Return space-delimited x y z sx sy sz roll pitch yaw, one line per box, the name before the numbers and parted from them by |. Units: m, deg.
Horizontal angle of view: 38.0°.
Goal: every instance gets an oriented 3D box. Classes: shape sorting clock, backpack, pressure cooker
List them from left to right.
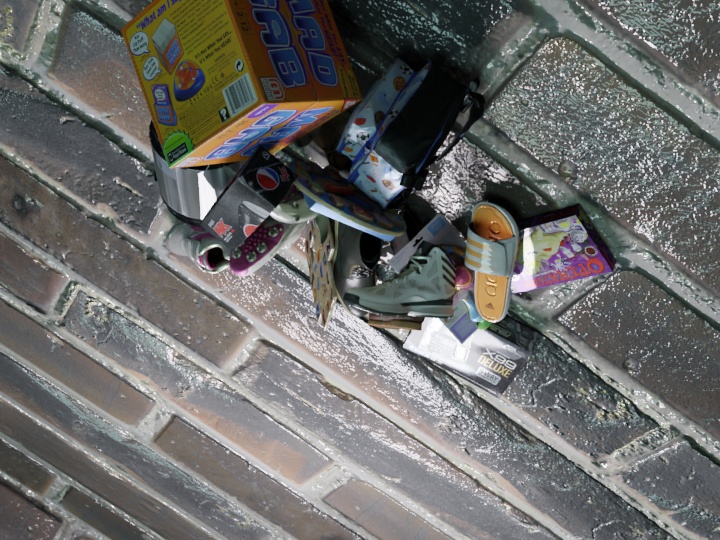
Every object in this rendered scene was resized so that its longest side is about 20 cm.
pressure cooker | -0.240 -0.168 1.642 0.175 0.178 0.201 -6 142 -7
shape sorting clock | -0.020 -0.108 1.511 0.198 0.200 0.040 31 110 -3
backpack | 0.051 -0.182 1.454 0.153 0.201 0.191 37 154 5

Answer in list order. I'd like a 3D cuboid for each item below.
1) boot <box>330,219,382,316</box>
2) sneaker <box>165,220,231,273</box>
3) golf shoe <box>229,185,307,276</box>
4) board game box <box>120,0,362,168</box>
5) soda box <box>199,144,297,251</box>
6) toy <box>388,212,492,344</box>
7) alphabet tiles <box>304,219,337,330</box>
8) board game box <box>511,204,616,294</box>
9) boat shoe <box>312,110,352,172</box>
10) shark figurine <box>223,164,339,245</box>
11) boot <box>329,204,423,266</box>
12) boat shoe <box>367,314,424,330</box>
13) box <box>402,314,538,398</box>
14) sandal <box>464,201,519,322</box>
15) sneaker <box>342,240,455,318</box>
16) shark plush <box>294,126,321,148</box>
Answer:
boot | 0.000 0.000 1.624 0.076 0.139 0.203 -14 115 -11
sneaker | -0.279 -0.044 1.882 0.197 0.089 0.082 -1 134 33
golf shoe | -0.136 -0.056 1.696 0.075 0.201 0.092 22 151 30
board game box | -0.157 -0.274 1.383 0.198 0.199 0.203 -24 84 39
soda box | -0.161 -0.098 1.480 0.070 0.064 0.200 38 153 -9
toy | 0.151 0.021 1.674 0.200 0.115 0.047 47 -178 -25
alphabet tiles | -0.064 -0.013 1.716 0.007 0.202 0.168 -2 145 -15
board game box | 0.278 -0.028 1.608 0.198 0.033 0.120 -16 128 42
boat shoe | -0.021 -0.188 1.581 0.198 0.065 0.072 30 142 -2
shark figurine | -0.119 -0.105 1.598 0.088 0.213 0.131 8 98 38
boot | 0.039 -0.019 1.730 0.172 0.070 0.202 -1 131 33
boat shoe | 0.065 0.067 1.793 0.069 0.072 0.200 7 175 -19
box | 0.188 0.121 1.809 0.198 0.050 0.158 28 142 2
sandal | 0.198 -0.002 1.600 0.078 0.059 0.210 13 123 29
sneaker | 0.062 0.009 1.586 0.198 0.118 0.075 4 -175 -34
shark plush | -0.118 -0.278 1.517 0.083 0.091 0.200 -29 112 32
